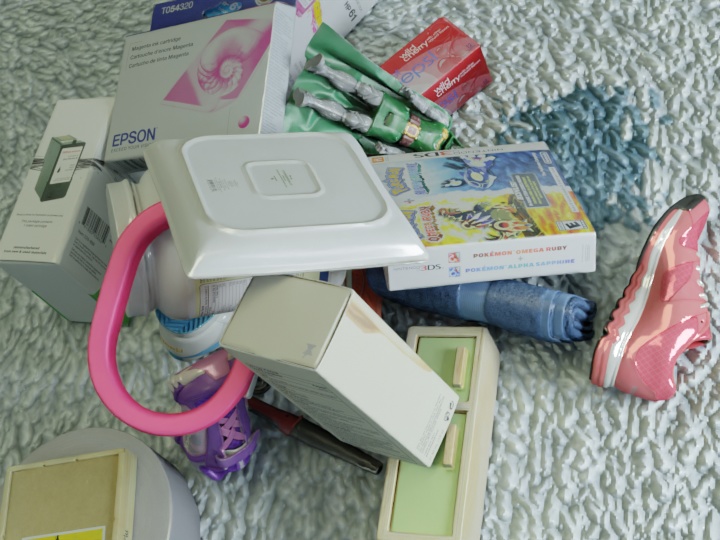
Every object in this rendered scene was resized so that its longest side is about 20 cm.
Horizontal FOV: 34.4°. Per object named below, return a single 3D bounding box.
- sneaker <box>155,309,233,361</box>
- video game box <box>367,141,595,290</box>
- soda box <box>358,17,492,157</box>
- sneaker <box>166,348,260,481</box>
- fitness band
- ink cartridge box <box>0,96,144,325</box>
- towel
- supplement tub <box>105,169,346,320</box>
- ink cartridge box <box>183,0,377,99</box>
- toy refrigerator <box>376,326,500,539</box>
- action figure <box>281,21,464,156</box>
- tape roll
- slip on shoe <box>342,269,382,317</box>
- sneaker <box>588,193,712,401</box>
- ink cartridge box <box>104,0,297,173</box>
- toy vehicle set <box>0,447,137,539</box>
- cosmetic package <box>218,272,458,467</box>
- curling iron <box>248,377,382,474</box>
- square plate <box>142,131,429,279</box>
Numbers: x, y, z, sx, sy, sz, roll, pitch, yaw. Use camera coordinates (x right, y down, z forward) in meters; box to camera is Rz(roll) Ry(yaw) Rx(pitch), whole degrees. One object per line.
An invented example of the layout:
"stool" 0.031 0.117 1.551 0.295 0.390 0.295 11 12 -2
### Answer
"sneaker" -0.120 0.015 1.173 0.200 0.081 0.077 -33 65 -25
"video game box" 0.103 -0.055 1.071 0.182 0.047 0.200 -8 30 -2
"soda box" 0.039 -0.174 1.228 0.200 0.063 0.070 -41 56 -4
"sneaker" -0.126 0.135 1.056 0.080 0.200 0.089 -23 71 -23
"fitness band" -0.145 0.037 0.957 0.143 0.037 0.200 14 81 4
"ink cartridge box" -0.283 -0.062 1.235 0.084 0.146 0.200 2 62 24
"towel" 0.109 0.026 1.061 0.200 0.112 0.049 14 89 25
"supplement tub" -0.124 -0.033 1.069 0.200 0.145 0.145 -9 56 -14
"ink cartridge box" -0.078 -0.306 1.295 0.085 0.145 0.200 33 77 31
"toy refrigerator" 0.071 0.151 1.030 0.076 0.070 0.200 0 62 21
"action figure" 0.027 -0.150 1.157 0.055 0.200 0.118 33 101 61
"tape roll" -0.254 0.252 1.095 0.200 0.066 0.200 -9 59 15
"slip on shoe" 0.000 0.000 1.151 0.061 0.074 0.200 13 52 -15
"sneaker" 0.278 0.028 1.035 0.087 0.074 0.200 25 76 16
"ink cartridge box" -0.159 -0.204 1.165 0.196 0.043 0.200 -5 71 31
"toy vehicle set" -0.266 0.264 1.037 0.124 0.027 0.200 -10 59 15
"cosmetic package" -0.012 0.082 0.945 0.105 0.200 0.071 12 68 35
"curling iron" -0.060 0.139 1.110 0.200 0.026 0.050 30 78 31
"square plate" -0.065 -0.064 0.960 0.198 0.028 0.200 -4 36 -20
